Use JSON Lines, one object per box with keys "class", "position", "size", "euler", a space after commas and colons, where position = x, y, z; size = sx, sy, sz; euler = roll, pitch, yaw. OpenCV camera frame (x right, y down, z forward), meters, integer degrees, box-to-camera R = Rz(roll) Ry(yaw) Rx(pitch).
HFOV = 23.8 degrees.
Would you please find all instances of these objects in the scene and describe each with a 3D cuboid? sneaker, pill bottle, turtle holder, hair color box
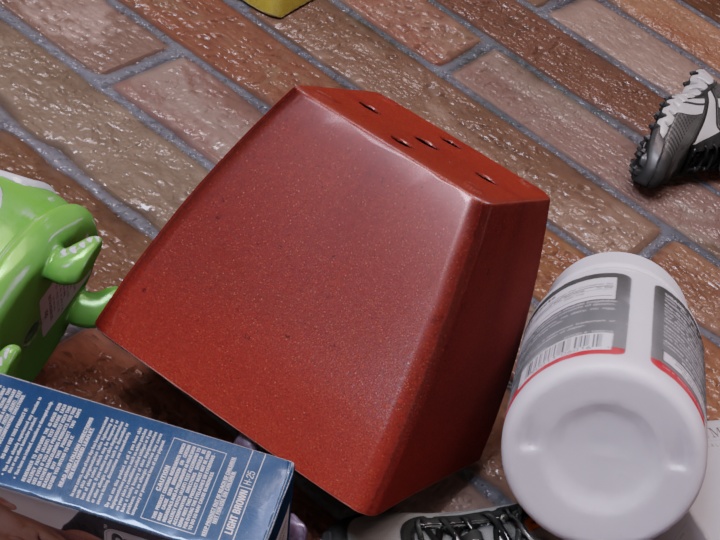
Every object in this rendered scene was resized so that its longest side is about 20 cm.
{"class": "sneaker", "position": [0.072, 0.162, 0.986], "size": [0.199, 0.080, 0.074], "euler": [8, 40, -20]}
{"class": "pill bottle", "position": [0.147, 0.068, 1.008], "size": [0.113, 0.114, 0.200], "euler": [25, 22, 1]}
{"class": "turtle holder", "position": [-0.231, 0.028, 0.953], "size": [0.131, 0.186, 0.141], "euler": [30, 4, 8]}
{"class": "sneaker", "position": [0.297, -0.113, 1.475], "size": [0.090, 0.067, 0.200], "euler": [30, 34, 12]}
{"class": "hair color box", "position": [-0.135, 0.112, 0.818], "size": [0.199, 0.100, 0.061], "euler": [16, 53, 7]}

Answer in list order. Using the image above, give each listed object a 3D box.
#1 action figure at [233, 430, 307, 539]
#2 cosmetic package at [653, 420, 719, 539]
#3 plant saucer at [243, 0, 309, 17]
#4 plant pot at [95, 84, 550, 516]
{"class": "action figure", "position": [-0.122, 0.161, 0.887], "size": [0.199, 0.070, 0.130], "euler": [-23, 62, -42]}
{"class": "cosmetic package", "position": [0.238, 0.186, 1.055], "size": [0.101, 0.074, 0.201], "euler": [0, 43, -31]}
{"class": "plant saucer", "position": [-0.098, -0.321, 1.530], "size": [0.199, 0.049, 0.200], "euler": [34, 36, 13]}
{"class": "plant pot", "position": [0.000, 0.000, 1.007], "size": [0.199, 0.177, 0.200], "euler": [32, 16, 17]}
